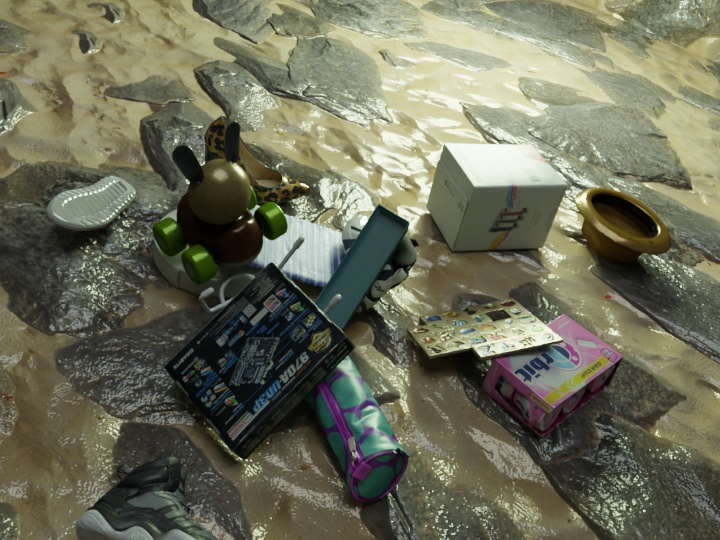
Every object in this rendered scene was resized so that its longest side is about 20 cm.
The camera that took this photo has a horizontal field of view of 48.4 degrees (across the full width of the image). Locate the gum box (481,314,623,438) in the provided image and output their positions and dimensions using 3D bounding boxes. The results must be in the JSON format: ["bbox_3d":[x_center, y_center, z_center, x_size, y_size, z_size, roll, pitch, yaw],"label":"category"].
[{"bbox_3d":[0.282,0.153,1.185,0.199,0.067,0.113,-23,49,-39],"label":"gum box"}]

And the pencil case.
[{"bbox_3d":[-0.015,0.188,1.021,0.092,0.085,0.201,42,10,-47],"label":"pencil case"}]

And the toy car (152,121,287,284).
[{"bbox_3d":[-0.212,-0.114,1.154,0.163,0.202,0.157,-34,53,-27],"label":"toy car"}]

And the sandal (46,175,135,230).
[{"bbox_3d":[-0.425,-0.095,1.282,0.082,0.050,0.203,36,26,3],"label":"sandal"}]

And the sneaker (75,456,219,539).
[{"bbox_3d":[-0.194,0.268,0.866,0.197,0.076,0.114,15,39,5],"label":"sneaker"}]

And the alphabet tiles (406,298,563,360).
[{"bbox_3d":[0.178,0.092,1.213,0.197,0.008,0.167,-10,22,-13],"label":"alphabet tiles"}]

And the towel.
[{"bbox_3d":[-0.102,-0.032,1.288,0.197,0.024,0.146,18,40,-22],"label":"towel"}]

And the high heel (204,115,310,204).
[{"bbox_3d":[-0.177,-0.193,1.408,0.197,0.144,0.072,6,37,-11],"label":"high heel"}]

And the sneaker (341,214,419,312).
[{"bbox_3d":[0.038,-0.036,1.279,0.080,0.128,0.200,50,27,-27],"label":"sneaker"}]

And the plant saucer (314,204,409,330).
[{"bbox_3d":[0.000,0.000,1.209,0.070,0.201,0.019,33,-1,35],"label":"plant saucer"}]

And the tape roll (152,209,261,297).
[{"bbox_3d":[-0.229,-0.035,1.276,0.199,0.037,0.204,10,38,-7],"label":"tape roll"}]

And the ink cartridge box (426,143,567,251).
[{"bbox_3d":[0.245,-0.136,1.478,0.197,0.146,0.146,-2,40,-21],"label":"ink cartridge box"}]

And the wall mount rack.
[{"bbox_3d":[-0.124,0.052,1.125,0.172,0.075,0.201,-28,59,-11],"label":"wall mount rack"}]

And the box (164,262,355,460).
[{"bbox_3d":[-0.130,0.111,1.023,0.200,0.046,0.159,-45,61,-8],"label":"box"}]

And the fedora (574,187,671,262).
[{"bbox_3d":[0.493,-0.077,1.542,0.198,0.082,0.202,13,39,-11],"label":"fedora"}]
